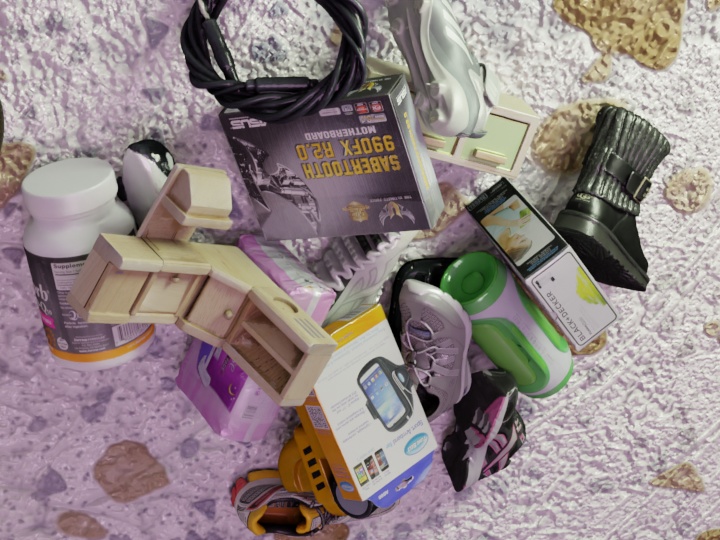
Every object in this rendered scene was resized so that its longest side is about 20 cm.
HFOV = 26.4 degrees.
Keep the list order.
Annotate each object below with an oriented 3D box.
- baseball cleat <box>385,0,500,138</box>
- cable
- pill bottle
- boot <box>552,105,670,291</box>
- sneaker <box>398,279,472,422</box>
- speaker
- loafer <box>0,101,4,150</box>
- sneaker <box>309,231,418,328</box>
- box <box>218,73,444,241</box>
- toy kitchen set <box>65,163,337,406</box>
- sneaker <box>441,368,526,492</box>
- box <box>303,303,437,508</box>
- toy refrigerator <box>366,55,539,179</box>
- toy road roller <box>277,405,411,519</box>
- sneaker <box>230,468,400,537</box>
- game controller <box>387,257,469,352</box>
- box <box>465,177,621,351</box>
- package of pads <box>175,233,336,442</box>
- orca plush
[{"bbox_3d":[0.085,-0.227,1.578,0.106,0.070,0.201,3,72,-43],"label":"baseball cleat"},{"bbox_3d":[-0.084,-0.227,1.513,0.200,0.051,0.163,31,92,14],"label":"cable"},{"bbox_3d":[-0.283,-0.007,1.590,0.116,0.116,0.200,-12,117,-9],"label":"pill bottle"},{"bbox_3d":[0.297,-0.076,1.732,0.158,0.079,0.211,-67,150,-13],"label":"boot"},{"bbox_3d":[0.077,0.094,1.683,0.082,0.075,0.200,-51,142,-32],"label":"sneaker"},{"bbox_3d":[0.168,0.064,1.743,0.088,0.088,0.200,-37,131,5],"label":"speaker"},{"bbox_3d":[-0.396,-0.097,1.540,0.073,0.071,0.200,3,115,-16],"label":"loafer"},{"bbox_3d":[0.000,0.000,1.697,0.081,0.075,0.200,32,115,-35],"label":"sneaker"},{"bbox_3d":[-0.030,-0.113,1.585,0.200,0.048,0.159,-3,122,26],"label":"box"},{"bbox_3d":[-0.136,0.015,1.501,0.200,0.180,0.163,4,122,-53],"label":"toy kitchen set"},{"bbox_3d":[0.157,0.178,1.810,0.086,0.080,0.200,-14,149,-22],"label":"sneaker"},{"bbox_3d":[0.006,0.150,1.641,0.119,0.041,0.200,-31,108,-33],"label":"box"},{"bbox_3d":[0.083,-0.162,1.636,0.200,0.070,0.076,13,111,-21],"label":"toy refrigerator"},{"bbox_3d":[-0.031,0.181,1.738,0.146,0.123,0.200,-8,107,39],"label":"toy road roller"},{"bbox_3d":[-0.049,0.281,1.812,0.199,0.082,0.078,-5,117,-13],"label":"sneaker"},{"bbox_3d":[0.079,0.078,1.777,0.104,0.042,0.200,-6,118,-28],"label":"game controller"},{"bbox_3d":[0.195,-0.010,1.666,0.060,0.200,0.117,-37,118,4],"label":"box"},{"bbox_3d":[-0.115,0.073,1.664,0.076,0.121,0.200,9,115,-42],"label":"package of pads"},{"bbox_3d":[-0.190,-0.060,1.616,0.071,0.105,0.200,-38,121,-31],"label":"orca plush"}]
